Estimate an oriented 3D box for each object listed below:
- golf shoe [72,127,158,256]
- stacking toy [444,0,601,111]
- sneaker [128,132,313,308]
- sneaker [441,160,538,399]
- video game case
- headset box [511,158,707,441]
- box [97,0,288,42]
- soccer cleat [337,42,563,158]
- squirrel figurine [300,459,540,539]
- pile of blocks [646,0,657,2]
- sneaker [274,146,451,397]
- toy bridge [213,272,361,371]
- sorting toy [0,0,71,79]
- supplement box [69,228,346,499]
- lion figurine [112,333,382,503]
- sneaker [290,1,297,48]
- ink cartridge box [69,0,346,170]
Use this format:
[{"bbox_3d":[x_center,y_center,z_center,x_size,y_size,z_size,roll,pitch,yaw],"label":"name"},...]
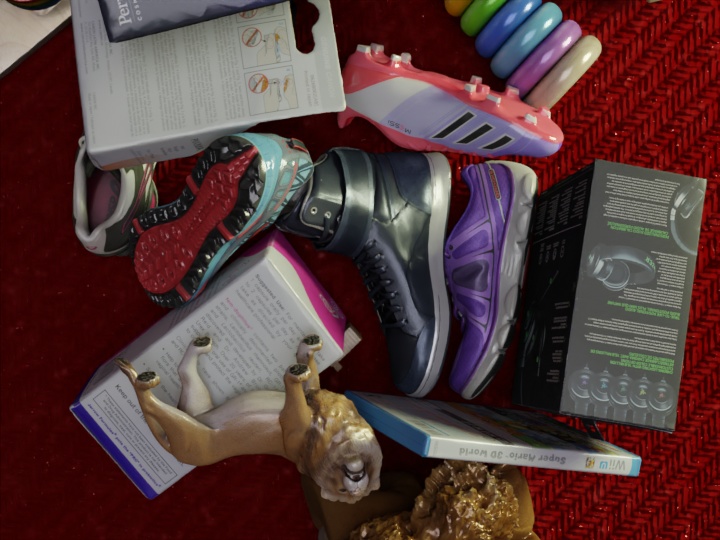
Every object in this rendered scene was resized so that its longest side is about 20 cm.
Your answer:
[{"bbox_3d":[-0.190,-0.111,0.934,0.076,0.088,0.204,8,92,2],"label":"golf shoe"},{"bbox_3d":[0.103,-0.222,0.956,0.200,0.085,0.085,44,90,0],"label":"stacking toy"},{"bbox_3d":[-0.105,-0.037,0.907,0.199,0.095,0.080,-36,79,41],"label":"sneaker"},{"bbox_3d":[0.099,0.007,0.983,0.082,0.081,0.203,9,86,12],"label":"sneaker"},{"bbox_3d":[0.101,0.128,0.914,0.197,0.143,0.018,10,93,-27],"label":"video game case"},{"bbox_3d":[0.190,0.031,0.916,0.091,0.174,0.203,9,84,-4],"label":"headset box"},{"bbox_3d":[-0.095,-0.253,0.795,0.197,0.104,0.150,-15,106,-2],"label":"box"},{"bbox_3d":[0.069,-0.123,0.942,0.198,0.067,0.077,24,113,19],"label":"soccer cleat"},{"bbox_3d":[0.065,0.212,0.927,0.184,0.200,0.144,-11,85,-16],"label":"squirrel figurine"},{"bbox_3d":[0.263,-0.283,0.977,0.197,0.083,0.063,-13,52,-12],"label":"pile of blocks"},{"bbox_3d":[-0.001,0.000,0.939,0.144,0.077,0.206,4,82,-28],"label":"sneaker"},{"bbox_3d":[-0.084,0.011,0.982,0.067,0.027,0.200,-42,96,2],"label":"toy bridge"},{"bbox_3d":[-0.332,-0.259,0.922,0.198,0.070,0.201,-39,96,-1],"label":"sorting toy"},{"bbox_3d":[-0.117,0.072,0.928,0.199,0.101,0.104,-38,101,10],"label":"supplement box"},{"bbox_3d":[-0.081,0.114,0.858,0.196,0.073,0.124,3,122,7],"label":"lion figurine"},{"bbox_3d":[-0.097,-0.229,0.950,0.071,0.082,0.203,-23,74,30],"label":"sneaker"},{"bbox_3d":[-0.118,-0.175,0.884,0.197,0.050,0.165,-9,78,-2],"label":"ink cartridge box"}]
